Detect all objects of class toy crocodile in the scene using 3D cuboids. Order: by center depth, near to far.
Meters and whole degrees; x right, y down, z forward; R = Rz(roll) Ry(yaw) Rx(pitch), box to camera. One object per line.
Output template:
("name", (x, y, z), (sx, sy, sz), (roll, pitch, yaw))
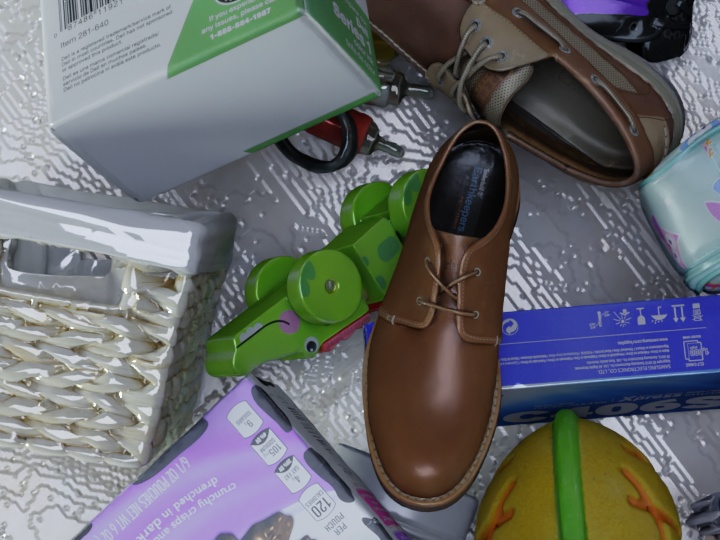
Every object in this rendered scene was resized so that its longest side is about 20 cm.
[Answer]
("toy crocodile", (0.000, 0.000, 1.163), (0.200, 0.067, 0.062), (-38, 104, -30))

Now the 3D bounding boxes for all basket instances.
("basket", (-0.143, 0.023, 1.123), (0.135, 0.200, 0.124), (10, 93, 1))

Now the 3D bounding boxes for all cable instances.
("cable", (-0.060, -0.111, 1.210), (0.199, 0.050, 0.098), (16, 83, 12))

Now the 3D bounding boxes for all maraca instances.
("maraca", (0.110, 0.153, 1.111), (0.106, 0.200, 0.138), (-9, 116, 8))

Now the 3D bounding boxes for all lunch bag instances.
("lunch bag", (0.244, -0.060, 1.142), (0.199, 0.160, 0.077), (-29, 82, 5))

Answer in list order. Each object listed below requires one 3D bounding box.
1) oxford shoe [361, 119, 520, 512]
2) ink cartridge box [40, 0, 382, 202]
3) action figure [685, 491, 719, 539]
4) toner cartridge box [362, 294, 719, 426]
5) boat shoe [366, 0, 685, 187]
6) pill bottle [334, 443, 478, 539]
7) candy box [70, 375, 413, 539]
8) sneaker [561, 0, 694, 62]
("oxford shoe", (0.040, 0.018, 1.089), (0.071, 0.071, 0.201), (7, 69, 3))
("ink cartridge box", (-0.080, -0.157, 1.095), (0.144, 0.084, 0.201), (-22, 55, 20))
("action figure", (0.233, 0.114, 1.163), (0.130, 0.069, 0.201), (15, 88, -33))
("toner cartridge box", (0.102, 0.051, 1.163), (0.199, 0.095, 0.043), (-5, 73, 1))
("boat shoe", (0.076, -0.109, 1.143), (0.199, 0.072, 0.076), (29, 124, 5))
("pill bottle", (-0.011, 0.198, 1.151), (0.111, 0.111, 0.201), (22, 86, 2))
("candy box", (-0.043, 0.181, 1.064), (0.168, 0.072, 0.200), (-43, 80, 2))
("sneaker", (0.160, -0.166, 1.196), (0.200, 0.070, 0.100), (-32, 92, 5))
